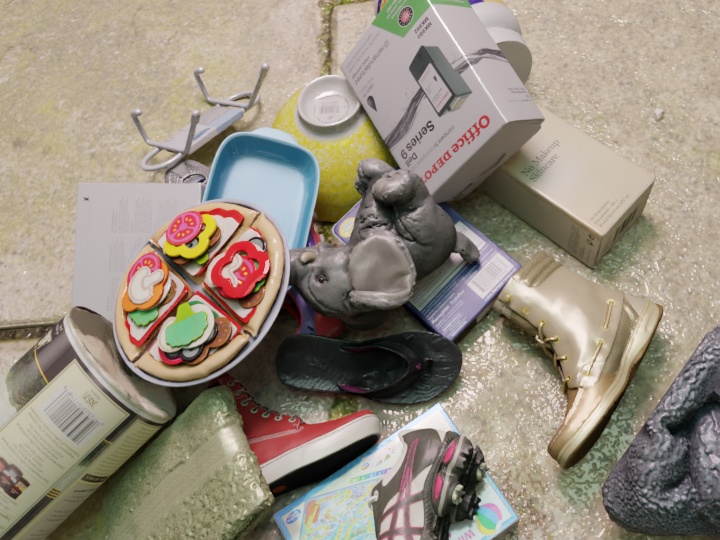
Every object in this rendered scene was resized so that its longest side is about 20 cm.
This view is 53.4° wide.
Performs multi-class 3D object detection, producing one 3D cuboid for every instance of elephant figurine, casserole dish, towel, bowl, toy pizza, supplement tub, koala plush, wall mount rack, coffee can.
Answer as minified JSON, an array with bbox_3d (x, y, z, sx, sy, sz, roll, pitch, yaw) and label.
[{"bbox_3d":[0.000,0.000,0.740,0.153,0.142,0.202,21,69,36],"label":"elephant figurine"},{"bbox_3d":[-0.114,-0.058,0.786,0.119,0.039,0.204,13,74,-6],"label":"casserole dish"},{"bbox_3d":[-0.174,0.221,0.681,0.200,0.036,0.149,-42,55,15],"label":"towel"},{"bbox_3d":[-0.031,-0.174,0.885,0.196,0.108,0.204,-4,60,7],"label":"bowl"},{"bbox_3d":[-0.161,0.012,0.695,0.196,0.032,0.204,-10,60,17],"label":"toy pizza"},{"bbox_3d":[0.116,-0.302,0.912,0.143,0.146,0.202,-24,60,-6],"label":"supplement tub"},{"bbox_3d":[0.330,0.188,0.603,0.199,0.178,0.185,36,83,24],"label":"koala plush"},{"bbox_3d":[-0.198,-0.204,0.912,0.172,0.075,0.200,16,50,42],"label":"wall mount rack"},{"bbox_3d":[-0.301,0.157,0.697,0.200,0.147,0.147,-43,63,-3],"label":"coffee can"}]

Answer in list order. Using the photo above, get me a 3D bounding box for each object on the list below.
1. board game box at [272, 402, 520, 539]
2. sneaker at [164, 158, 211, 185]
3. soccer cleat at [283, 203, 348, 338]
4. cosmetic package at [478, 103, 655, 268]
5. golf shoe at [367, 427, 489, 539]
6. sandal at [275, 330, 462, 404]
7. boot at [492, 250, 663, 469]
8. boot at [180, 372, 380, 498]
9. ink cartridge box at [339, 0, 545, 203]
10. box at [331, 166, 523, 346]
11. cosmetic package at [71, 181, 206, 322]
[{"bbox_3d":[0.033,0.239,0.686,0.198,0.034,0.135,-31,61,-9],"label":"board game box"},{"bbox_3d":[-0.173,-0.084,0.870,0.075,0.082,0.199,-43,64,-16],"label":"sneaker"},{"bbox_3d":[-0.074,-0.007,0.821,0.075,0.067,0.203,-16,64,-14],"label":"soccer cleat"},{"bbox_3d":[0.223,-0.109,0.830,0.199,0.073,0.103,39,73,24],"label":"cosmetic package"},{"bbox_3d":[0.043,0.237,0.636,0.087,0.078,0.202,9,58,35],"label":"golf shoe"},{"bbox_3d":[0.009,0.103,0.741,0.196,0.048,0.077,-1,91,2],"label":"sandal"},{"bbox_3d":[0.197,0.082,0.727,0.154,0.073,0.201,29,67,21],"label":"boot"},{"bbox_3d":[-0.086,0.151,0.735,0.197,0.073,0.146,-22,58,0],"label":"boot"},{"bbox_3d":[0.086,-0.197,0.793,0.083,0.146,0.202,-14,69,-46],"label":"ink cartridge box"},{"bbox_3d":[0.072,-0.020,0.817,0.121,0.032,0.200,-43,66,-8],"label":"box"},{"bbox_3d":[-0.245,0.005,0.805,0.147,0.052,0.205,2,87,8],"label":"cosmetic package"}]
